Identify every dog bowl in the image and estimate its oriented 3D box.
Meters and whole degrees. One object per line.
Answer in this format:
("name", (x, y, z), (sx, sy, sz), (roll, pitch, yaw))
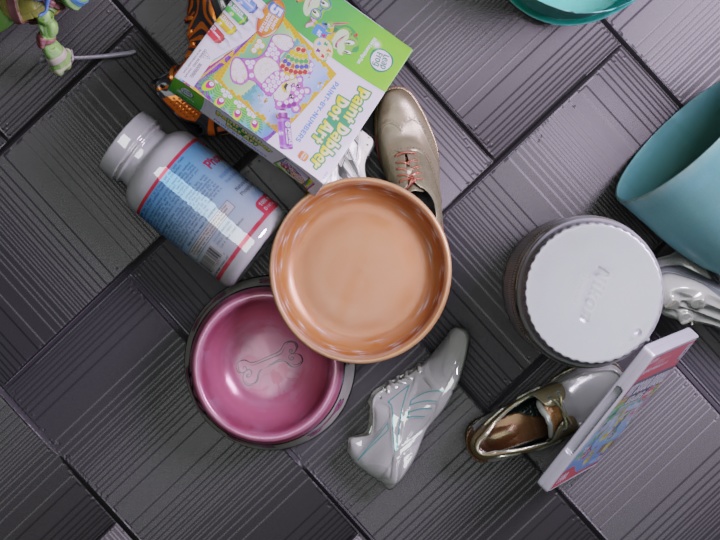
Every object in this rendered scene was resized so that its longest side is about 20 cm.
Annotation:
("dog bowl", (-0.104, 0.106, 1.714), (0.198, 0.074, 0.202), (0, 90, 1))

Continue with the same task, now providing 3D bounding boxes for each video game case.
("video game case", (0.280, 0.150, 1.647), (0.017, 0.143, 0.201), (43, 115, 19))

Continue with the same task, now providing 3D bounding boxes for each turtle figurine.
("turtle figurine", (-0.363, -0.295, 1.712), (0.192, 0.200, 0.145), (-1, 114, 20))

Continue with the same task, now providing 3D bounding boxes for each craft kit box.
("craft kit box", (-0.074, -0.217, 1.650), (0.197, 0.048, 0.201), (35, 67, -8))

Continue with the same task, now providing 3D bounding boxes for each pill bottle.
("pill bottle", (-0.188, -0.083, 1.695), (0.200, 0.109, 0.109), (39, 91, -1))

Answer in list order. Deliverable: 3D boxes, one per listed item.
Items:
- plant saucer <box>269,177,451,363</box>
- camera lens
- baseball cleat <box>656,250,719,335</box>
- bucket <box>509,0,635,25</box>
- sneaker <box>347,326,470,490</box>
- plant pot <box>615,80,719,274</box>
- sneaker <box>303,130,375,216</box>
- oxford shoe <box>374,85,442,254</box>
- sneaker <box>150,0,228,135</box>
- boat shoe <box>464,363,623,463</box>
("plant saucer", (0.000, 0.000, 1.659), (0.198, 0.037, 0.202), (0, 90, 1))
("camera lens", (0.238, 0.022, 1.646), (0.158, 0.200, 0.162), (0, 91, 1))
("baseball cleat", (0.409, 0.031, 1.711), (0.199, 0.107, 0.070), (24, 129, -26))
("bucket", (0.237, -0.371, 1.673), (0.205, 0.135, 0.209), (0, 90, 1))
("sneaker", (0.056, 0.145, 1.716), (0.080, 0.070, 0.201), (32, 92, 3))
("plant pot", (0.404, -0.089, 1.652), (0.201, 0.201, 0.161), (-44, 100, 1))
("sneaker", (-0.030, -0.154, 1.720), (0.087, 0.076, 0.202), (-12, 92, -17))
("oxford shoe", (0.060, -0.111, 1.708), (0.070, 0.075, 0.202), (-14, 91, 1))
("sneaker", (-0.189, -0.247, 1.708), (0.111, 0.078, 0.202), (-17, 91, 0))
("boat shoe", (0.213, 0.165, 1.714), (0.199, 0.068, 0.075), (-28, 91, 1))
